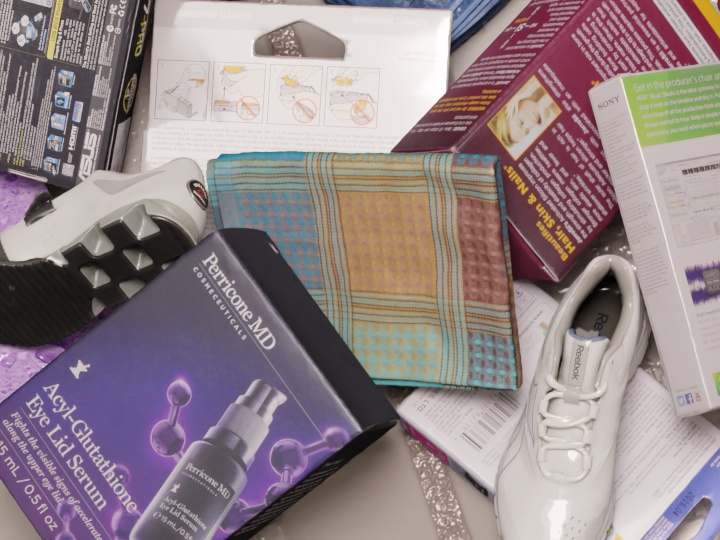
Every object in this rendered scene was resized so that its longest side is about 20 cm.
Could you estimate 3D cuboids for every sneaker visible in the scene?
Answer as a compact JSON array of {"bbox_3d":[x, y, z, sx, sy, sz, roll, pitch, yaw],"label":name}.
[{"bbox_3d":[0.120,0.081,1.232,0.074,0.087,0.201,9,69,11],"label":"sneaker"},{"bbox_3d":[-0.176,-0.015,1.327,0.199,0.074,0.089,-17,36,23],"label":"sneaker"}]

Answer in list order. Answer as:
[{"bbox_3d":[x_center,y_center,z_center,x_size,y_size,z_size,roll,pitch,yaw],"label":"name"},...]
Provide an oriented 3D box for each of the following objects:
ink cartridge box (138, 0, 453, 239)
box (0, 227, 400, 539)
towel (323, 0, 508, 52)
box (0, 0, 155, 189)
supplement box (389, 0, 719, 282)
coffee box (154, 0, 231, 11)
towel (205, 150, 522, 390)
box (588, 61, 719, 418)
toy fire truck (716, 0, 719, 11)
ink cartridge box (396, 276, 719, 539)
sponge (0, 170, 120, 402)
[{"bbox_3d":[-0.040,-0.080,1.360,0.199,0.045,0.177,3,84,9],"label":"ink cartridge box"},{"bbox_3d":[-0.102,0.091,1.249,0.200,0.104,0.148,-39,81,10],"label":"box"},{"bbox_3d":[0.068,-0.228,1.422,0.112,0.049,0.200,42,79,17],"label":"towel"},{"bbox_3d":[-0.215,-0.164,1.353,0.160,0.049,0.201,14,106,6],"label":"box"},{"bbox_3d":[0.131,-0.102,1.311,0.200,0.086,0.110,-47,111,-17],"label":"supplement box"},{"bbox_3d":[-0.172,-0.231,1.415,0.199,0.113,0.080,5,112,9],"label":"coffee box"},{"bbox_3d":[0.000,0.000,1.277,0.199,0.022,0.148,2,109,31],"label":"towel"},{"bbox_3d":[0.221,-0.025,1.259,0.144,0.036,0.201,-10,85,-35],"label":"box"},{"bbox_3d":[0.314,-0.193,1.357,0.200,0.112,0.168,-46,45,-11],"label":"toy fire truck"},{"bbox_3d":[0.133,0.107,1.286,0.200,0.042,0.119,38,77,22],"label":"ink cartridge box"},{"bbox_3d":[-0.227,0.011,1.381,0.111,0.030,0.200,-33,68,-6],"label":"sponge"}]
